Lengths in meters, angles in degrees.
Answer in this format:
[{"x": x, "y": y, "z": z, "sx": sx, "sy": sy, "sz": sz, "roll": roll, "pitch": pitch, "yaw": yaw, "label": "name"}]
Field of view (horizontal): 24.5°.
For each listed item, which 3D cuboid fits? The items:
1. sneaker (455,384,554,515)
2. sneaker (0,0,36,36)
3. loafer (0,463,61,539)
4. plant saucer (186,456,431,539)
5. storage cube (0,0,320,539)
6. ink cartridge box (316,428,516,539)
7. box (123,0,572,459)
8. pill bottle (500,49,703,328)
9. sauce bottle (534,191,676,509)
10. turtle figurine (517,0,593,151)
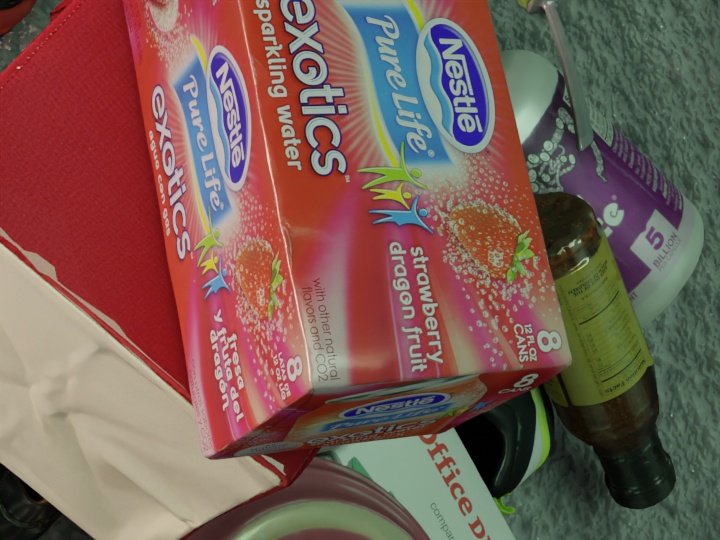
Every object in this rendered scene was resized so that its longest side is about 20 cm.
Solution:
[{"x": 0.048, "y": 0.041, "z": 0.912, "sx": 0.201, "sy": 0.071, "sz": 0.083, "roll": 61, "pitch": 38, "yaw": -10, "label": "sneaker"}, {"x": -0.160, "y": -0.216, "z": 0.841, "sx": 0.071, "sy": 0.098, "sz": 0.201, "roll": 27, "pitch": 62, "yaw": -22, "label": "sneaker"}, {"x": -0.138, "y": 0.036, "z": 0.803, "sx": 0.073, "sy": 0.072, "sz": 0.201, "roll": 22, "pitch": 65, "yaw": -26, "label": "loafer"}, {"x": -0.026, "y": 0.181, "z": 0.751, "sx": 0.200, "sy": 0.051, "sz": 0.202, "roll": 9, "pitch": 73, "yaw": -31, "label": "plant saucer"}, {"x": -0.079, "y": -0.011, "z": 0.681, "sx": 0.200, "sy": 0.171, "sz": 0.180, "roll": 42, "pitch": 57, "yaw": -8, "label": "storage cube"}, {"x": -0.017, "y": 0.169, "z": 0.842, "sx": 0.200, "sy": 0.084, "sz": 0.147, "roll": -34, "pitch": 97, "yaw": -34, "label": "ink cartridge box"}, {"x": -0.011, "y": -0.045, "z": 0.572, "sx": 0.099, "sy": 0.095, "sz": 0.201, "roll": -3, "pitch": 72, "yaw": -29, "label": "box"}, {"x": 0.096, "y": -0.055, "z": 0.961, "sx": 0.200, "sy": 0.112, "sz": 0.113, "roll": 41, "pitch": 59, "yaw": -18, "label": "pill bottle"}, {"x": 0.129, "y": 0.050, "z": 0.924, "sx": 0.066, "sy": 0.066, "sz": 0.201, "roll": -50, "pitch": 132, "yaw": -33, "label": "sauce bottle"}, {"x": 0.054, "y": -0.135, "z": 0.838, "sx": 0.199, "sy": 0.144, "sz": 0.194, "roll": 31, "pitch": 62, "yaw": 10, "label": "turtle figurine"}]
